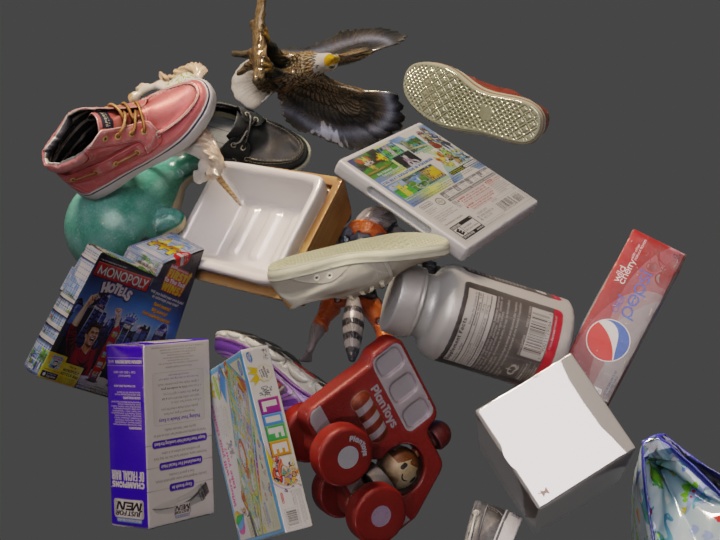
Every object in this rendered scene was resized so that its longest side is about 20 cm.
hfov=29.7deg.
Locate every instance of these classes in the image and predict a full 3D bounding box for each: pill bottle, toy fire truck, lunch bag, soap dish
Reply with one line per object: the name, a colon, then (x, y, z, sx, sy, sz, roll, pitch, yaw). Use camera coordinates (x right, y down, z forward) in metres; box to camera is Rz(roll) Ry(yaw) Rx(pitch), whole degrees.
pill bottle: (0.128, 0.057, 1.518, 0.199, 0.111, 0.111, 17, 73, -9)
toy fire truck: (0.019, 0.192, 1.493, 0.168, 0.112, 0.200, -36, 113, -17)
lunch bag: (0.343, 0.277, 1.420, 0.127, 0.170, 0.200, -24, 69, -2)
soap dish: (-0.114, -0.043, 1.586, 0.200, 0.081, 0.158, 12, 70, 43)

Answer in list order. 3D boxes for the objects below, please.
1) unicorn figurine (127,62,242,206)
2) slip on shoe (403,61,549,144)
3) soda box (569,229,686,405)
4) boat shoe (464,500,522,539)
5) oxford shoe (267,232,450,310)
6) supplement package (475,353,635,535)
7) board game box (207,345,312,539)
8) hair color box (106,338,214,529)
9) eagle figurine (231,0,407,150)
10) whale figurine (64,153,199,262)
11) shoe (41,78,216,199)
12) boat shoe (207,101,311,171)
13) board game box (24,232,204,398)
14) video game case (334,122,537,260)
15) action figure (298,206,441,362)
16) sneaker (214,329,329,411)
unicorn figurine: (-0.216, -0.166, 1.598, 0.137, 0.074, 0.201, -11, 68, 26)
slip on shoe: (0.141, -0.204, 1.663, 0.200, 0.061, 0.074, 22, 107, 24)
soda box: (0.295, 0.058, 1.554, 0.070, 0.063, 0.200, 28, 76, 13)
boat shoe: (0.110, 0.346, 1.474, 0.068, 0.072, 0.200, 21, 73, 10)
oxford shoe: (0.000, 0.000, 1.468, 0.199, 0.075, 0.058, -13, 103, -1)
supplement package: (0.205, 0.189, 1.448, 0.120, 0.200, 0.121, -31, 72, -4)
board game box: (-0.118, 0.196, 1.501, 0.034, 0.134, 0.201, -9, 79, -29)
hair color box: (-0.222, 0.178, 1.510, 0.065, 0.109, 0.201, -4, 89, 35)
eagle figurine: (-0.048, -0.243, 1.669, 0.151, 0.200, 0.152, 49, 121, 51)
whale figurine: (-0.272, -0.086, 1.633, 0.159, 0.104, 0.200, 20, 62, 42)
shoe: (-0.259, -0.159, 1.523, 0.200, 0.091, 0.072, -34, 64, 7)
boat shoe: (-0.159, -0.171, 1.677, 0.199, 0.066, 0.075, 21, 75, 12)
board game box: (-0.269, 0.040, 1.526, 0.062, 0.200, 0.200, 25, 87, 33)
video game case: (0.092, -0.096, 1.578, 0.182, 0.200, 0.022, 36, 123, 16)
action figure: (0.025, 0.017, 1.579, 0.199, 0.105, 0.194, 5, 81, 8)
sneaker: (-0.098, 0.138, 1.566, 0.200, 0.081, 0.084, 36, 91, 19)
